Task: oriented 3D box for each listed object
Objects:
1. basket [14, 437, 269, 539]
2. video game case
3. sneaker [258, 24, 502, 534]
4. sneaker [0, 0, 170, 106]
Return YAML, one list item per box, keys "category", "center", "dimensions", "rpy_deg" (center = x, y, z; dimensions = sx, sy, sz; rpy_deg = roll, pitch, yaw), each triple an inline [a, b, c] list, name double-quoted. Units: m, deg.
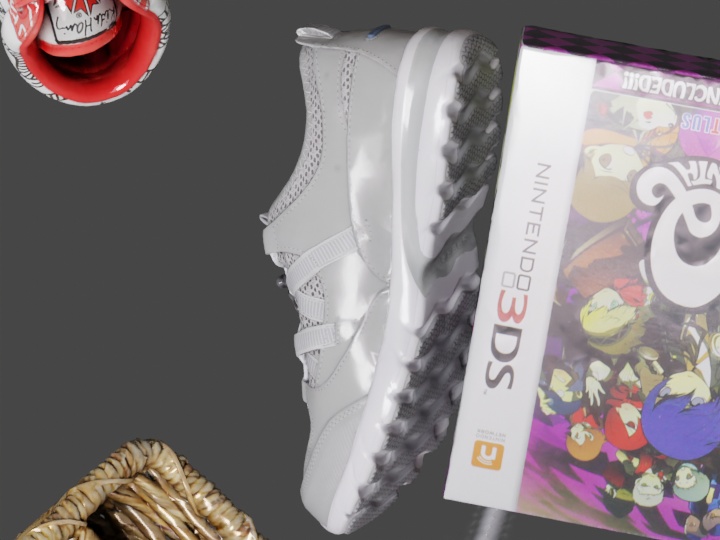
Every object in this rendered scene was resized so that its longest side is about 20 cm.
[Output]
- category: "basket"
  center: [-0.082, 0.192, 1.090]
  dimensions: [0.149, 0.143, 0.200]
  rpy_deg: [-40, 96, 22]
- category: "video game case"
  center: [0.141, 0.016, 1.027]
  dimensions: [0.199, 0.036, 0.182]
  rpy_deg: [11, 110, 4]
- category: "sneaker"
  center: [0.000, 0.000, 1.056]
  dimensions: [0.082, 0.075, 0.201]
  rpy_deg: [16, 106, 23]
- category: "sneaker"
  center: [-0.106, -0.147, 0.958]
  dimensions: [0.067, 0.108, 0.202]
  rpy_deg: [-15, 142, -9]
